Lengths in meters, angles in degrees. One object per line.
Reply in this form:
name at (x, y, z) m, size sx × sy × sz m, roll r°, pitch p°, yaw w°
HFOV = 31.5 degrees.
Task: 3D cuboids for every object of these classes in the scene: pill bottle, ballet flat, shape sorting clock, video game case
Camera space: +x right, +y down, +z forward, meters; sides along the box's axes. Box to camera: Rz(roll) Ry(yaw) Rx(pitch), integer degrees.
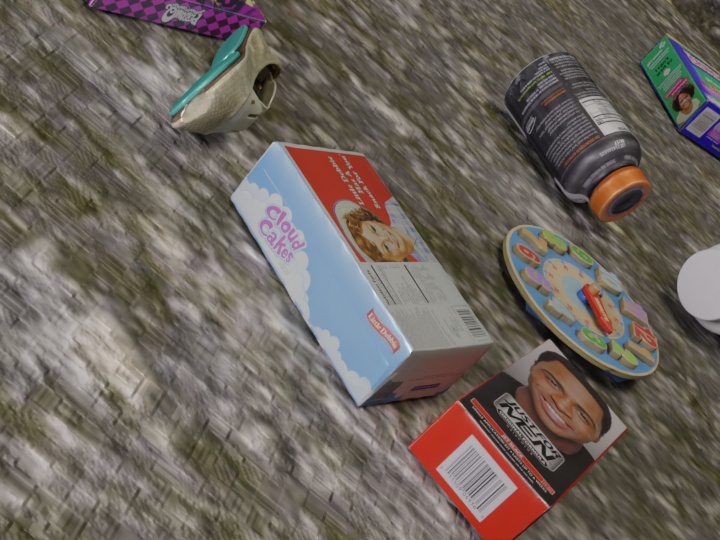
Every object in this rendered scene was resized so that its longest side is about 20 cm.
pill bottle at (0.261, -0.154, 1.509) m, size 0.106 × 0.106 × 0.201 m, roll 8°, pitch 45°, yaw -49°
ballet flat at (-0.100, -0.149, 1.045) m, size 0.062 × 0.067 × 0.201 m, roll 48°, pitch 26°, yaw -15°
pill bottle at (0.461, 0.026, 1.533) m, size 0.199 × 0.112 × 0.113 m, roll 7°, pitch 45°, yaw -50°
shape sorting clock at (0.224, 0.028, 1.277) m, size 0.199 × 0.039 × 0.201 m, roll 34°, pitch 29°, yaw -21°
video game case at (-0.196, -0.291, 1.136) m, size 0.199 × 0.036 × 0.182 m, roll 2°, pitch 50°, yaw -53°

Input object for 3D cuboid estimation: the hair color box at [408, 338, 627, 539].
hair color box at (0.126, 0.128, 0.977) m, size 0.102 × 0.061 × 0.200 m, roll 49°, pitch 26°, yaw 10°

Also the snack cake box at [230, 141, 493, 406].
snack cake box at (0.000, 0.000, 0.972) m, size 0.114 × 0.067 × 0.201 m, roll -1°, pitch 51°, yaw -52°

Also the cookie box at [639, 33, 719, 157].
cookie box at (0.586, -0.290, 2.187) m, size 0.170 × 0.075 × 0.201 m, roll 25°, pitch 32°, yaw -33°
